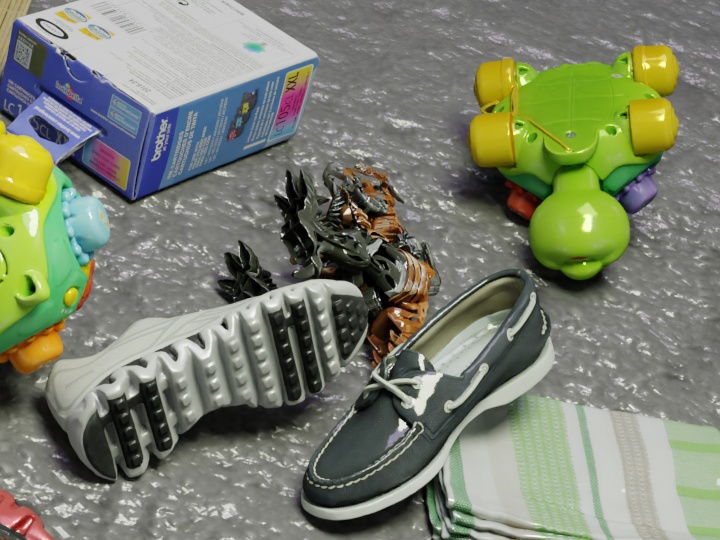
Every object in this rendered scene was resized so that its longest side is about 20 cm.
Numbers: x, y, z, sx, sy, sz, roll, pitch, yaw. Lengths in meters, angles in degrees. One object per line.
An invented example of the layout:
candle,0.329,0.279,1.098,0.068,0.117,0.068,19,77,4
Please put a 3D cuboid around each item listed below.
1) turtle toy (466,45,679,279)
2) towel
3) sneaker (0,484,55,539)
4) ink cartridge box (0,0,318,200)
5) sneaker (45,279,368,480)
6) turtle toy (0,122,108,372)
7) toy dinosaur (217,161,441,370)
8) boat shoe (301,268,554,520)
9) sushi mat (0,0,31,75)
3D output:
turtle toy,0.151,-0.075,1.673,0.146,0.101,0.200,-4,34,10
towel,0.134,0.120,1.439,0.200,0.031,0.149,9,34,-12
sneaker,-0.148,0.179,1.186,0.200,0.071,0.098,26,33,18
ink cartridge box,-0.148,-0.126,1.638,0.136,0.076,0.200,34,35,27
sneaker,-0.088,0.047,1.391,0.200,0.075,0.081,-21,32,-25
turtle toy,-0.211,-0.014,1.383,0.101,0.146,0.200,20,7,-32
toy dinosaur,0.000,0.000,1.508,0.136,0.102,0.200,17,19,-29
boat shoe,0.034,0.069,1.400,0.076,0.060,0.200,15,42,37
sushi mat,-0.290,-0.170,1.699,0.096,0.012,0.200,15,33,-5
